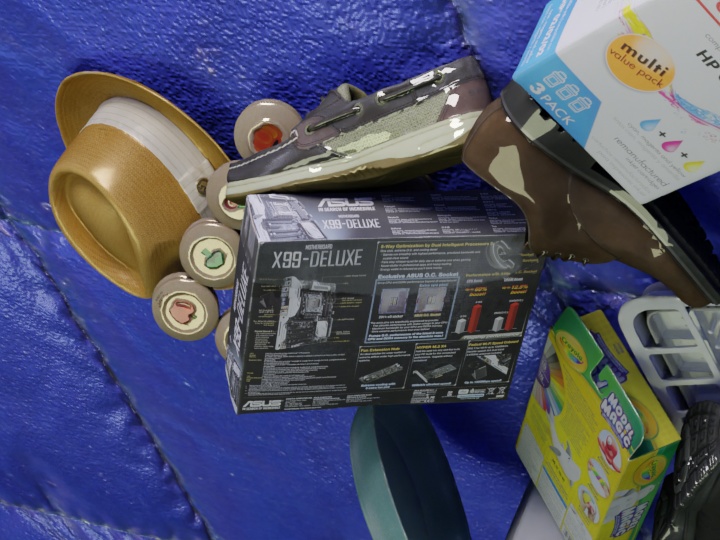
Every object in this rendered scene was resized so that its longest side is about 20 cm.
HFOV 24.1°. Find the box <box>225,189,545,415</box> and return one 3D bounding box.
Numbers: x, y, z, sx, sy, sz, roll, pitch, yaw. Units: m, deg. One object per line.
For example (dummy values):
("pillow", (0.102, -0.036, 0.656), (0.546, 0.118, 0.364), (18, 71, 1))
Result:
("box", (0.015, 0.022, 1.128), (0.198, 0.050, 0.159), (-2, 133, -13))

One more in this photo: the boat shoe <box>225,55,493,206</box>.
("boat shoe", (-0.001, -0.087, 1.084), (0.199, 0.067, 0.072), (-13, 170, 30))

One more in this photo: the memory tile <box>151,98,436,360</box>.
("memory tile", (-0.048, -0.010, 1.173), (0.152, 0.017, 0.201), (26, 117, -5))

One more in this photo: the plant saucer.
("plant saucer", (0.037, 0.177, 1.306), (0.036, 0.201, 0.201), (-21, 129, 14))

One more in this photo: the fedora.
("fedora", (-0.165, -0.047, 1.230), (0.199, 0.082, 0.202), (28, 146, 21))

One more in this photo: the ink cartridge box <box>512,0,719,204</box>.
("ink cartridge box", (0.191, -0.123, 0.905), (0.115, 0.068, 0.199), (40, 145, -18))

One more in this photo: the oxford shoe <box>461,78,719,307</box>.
("oxford shoe", (0.143, -0.035, 1.031), (0.199, 0.073, 0.084), (38, 117, -17))

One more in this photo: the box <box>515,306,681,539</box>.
("box", (0.168, 0.117, 1.210), (0.201, 0.048, 0.118), (95, 151, -56))

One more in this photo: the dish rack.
("dish rack", (0.284, 0.061, 1.106), (0.198, 0.044, 0.172), (-1, 136, 37))

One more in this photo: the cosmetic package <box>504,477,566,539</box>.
("cosmetic package", (0.137, 0.247, 1.317), (0.071, 0.201, 0.102), (24, 147, 5))

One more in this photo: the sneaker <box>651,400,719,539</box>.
("sneaker", (0.255, 0.152, 1.159), (0.090, 0.077, 0.201), (10, 152, 7))
